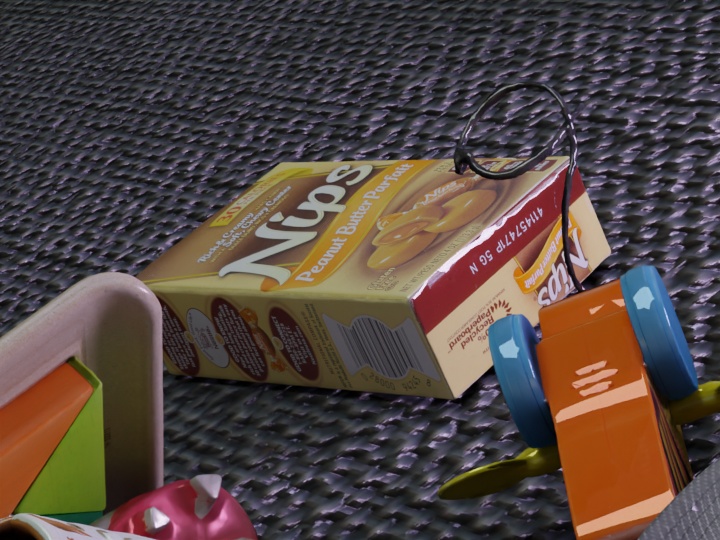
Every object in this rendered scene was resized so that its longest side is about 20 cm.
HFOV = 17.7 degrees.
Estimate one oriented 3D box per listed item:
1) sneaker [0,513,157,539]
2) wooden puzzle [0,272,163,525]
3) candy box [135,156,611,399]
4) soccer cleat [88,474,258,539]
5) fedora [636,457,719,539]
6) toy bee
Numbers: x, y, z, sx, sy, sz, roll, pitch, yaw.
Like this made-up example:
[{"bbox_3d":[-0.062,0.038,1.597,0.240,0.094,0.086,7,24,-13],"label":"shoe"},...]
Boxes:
[{"bbox_3d":[-0.076,0.116,0.737,0.199,0.073,0.085,-3,-31,-26],"label":"sneaker"},{"bbox_3d":[-0.151,0.108,0.835,0.200,0.185,0.037,-33,62,-26],"label":"wooden puzzle"},{"bbox_3d":[0.000,0.000,1.043,0.200,0.055,0.115,3,34,48],"label":"candy box"},{"bbox_3d":[-0.120,0.132,0.815,0.200,0.067,0.076,-25,-16,-39],"label":"soccer cleat"},{"bbox_3d":[0.164,0.113,0.567,0.199,0.091,0.177,6,38,41],"label":"fedora"},{"bbox_3d":[0.098,0.040,0.821,0.130,0.109,0.201,-4,53,25],"label":"toy bee"}]
